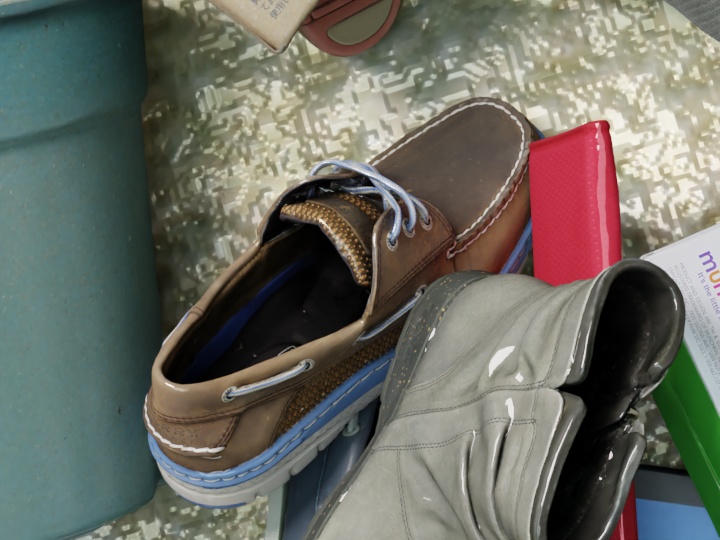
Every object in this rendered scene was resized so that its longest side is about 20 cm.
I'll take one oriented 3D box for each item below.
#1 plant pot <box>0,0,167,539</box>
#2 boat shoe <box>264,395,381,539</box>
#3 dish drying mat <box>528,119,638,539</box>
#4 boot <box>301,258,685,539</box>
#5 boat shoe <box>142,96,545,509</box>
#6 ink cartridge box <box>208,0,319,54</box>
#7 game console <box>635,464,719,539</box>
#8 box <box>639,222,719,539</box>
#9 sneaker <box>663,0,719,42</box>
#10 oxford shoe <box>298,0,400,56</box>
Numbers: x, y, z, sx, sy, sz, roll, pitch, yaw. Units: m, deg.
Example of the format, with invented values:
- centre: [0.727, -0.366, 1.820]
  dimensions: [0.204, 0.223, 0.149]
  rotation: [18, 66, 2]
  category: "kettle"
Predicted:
- centre: [-0.157, -0.002, 1.032]
  dimensions: [0.199, 0.200, 0.197]
  rotation: [-9, 100, 11]
  category: "plant pot"
- centre: [0.006, 0.117, 1.033]
  dimensions: [0.062, 0.075, 0.201]
  rotation: [-19, 60, 38]
  category: "boat shoe"
- centre: [0.082, 0.050, 0.999]
  dimensions: [0.018, 0.077, 0.201]
  rotation: [-1, 87, -14]
  category: "dish drying mat"
- centre: [0.037, 0.088, 0.934]
  dimensions: [0.068, 0.131, 0.201]
  rotation: [21, 83, -21]
  category: "boot"
- centre: [0.000, 0.000, 1.013]
  dimensions: [0.072, 0.072, 0.200]
  rotation: [30, 64, 26]
  category: "boat shoe"
- centre: [-0.035, -0.205, 0.974]
  dimensions: [0.165, 0.075, 0.200]
  rotation: [37, 97, -9]
  category: "ink cartridge box"
- centre: [0.130, 0.171, 1.023]
  dimensions: [0.199, 0.171, 0.119]
  rotation: [6, 121, 10]
  category: "game console"
- centre: [0.212, 0.056, 0.976]
  dimensions: [0.176, 0.097, 0.200]
  rotation: [-25, 83, -7]
  category: "box"
- centre: [0.105, -0.144, 1.013]
  dimensions: [0.200, 0.070, 0.080]
  rotation: [29, 77, 34]
  category: "sneaker"
- centre: [-0.044, -0.176, 1.064]
  dimensions: [0.071, 0.074, 0.201]
  rotation: [-28, 103, -28]
  category: "oxford shoe"
